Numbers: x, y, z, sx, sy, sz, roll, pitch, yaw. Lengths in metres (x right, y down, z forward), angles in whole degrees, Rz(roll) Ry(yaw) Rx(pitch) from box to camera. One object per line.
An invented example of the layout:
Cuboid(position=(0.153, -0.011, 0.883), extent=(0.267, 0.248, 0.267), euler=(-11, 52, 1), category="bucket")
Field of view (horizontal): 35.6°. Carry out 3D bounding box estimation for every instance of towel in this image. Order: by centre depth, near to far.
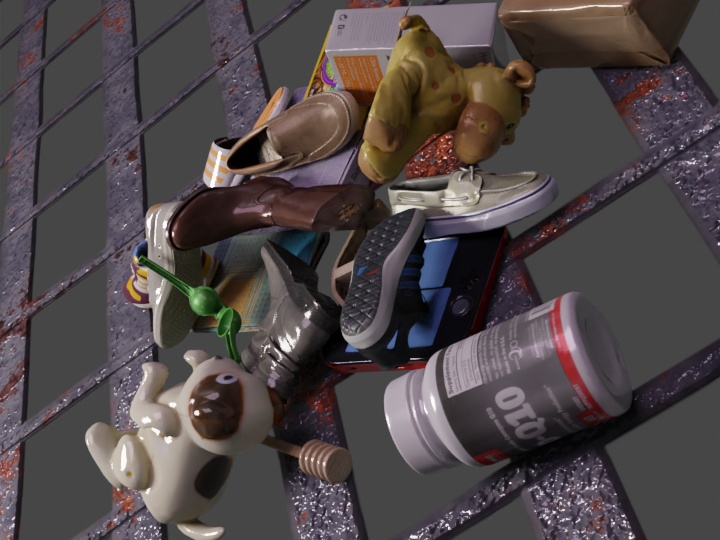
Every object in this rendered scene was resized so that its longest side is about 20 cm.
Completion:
Cuboid(position=(-0.133, 0.014, 1.413), extent=(0.199, 0.022, 0.147), euler=(-4, 55, 43), category="towel")

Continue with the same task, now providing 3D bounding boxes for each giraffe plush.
Cuboid(position=(0.100, -0.177, 1.222), extent=(0.173, 0.162, 0.201), euler=(61, -133, -88), category="giraffe plush")

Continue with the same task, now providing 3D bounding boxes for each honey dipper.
Cuboid(position=(-0.084, 0.190, 1.206), extent=(0.200, 0.038, 0.038), euler=(6, 62, 50), category="honey dipper")

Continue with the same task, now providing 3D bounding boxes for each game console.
Cuboid(position=(0.056, 0.029, 1.211), extent=(0.199, 0.031, 0.177), euler=(-7, 54, 40), category="game console")

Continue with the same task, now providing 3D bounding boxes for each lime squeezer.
Cuboid(position=(-0.184, 0.049, 1.316), extent=(0.200, 0.070, 0.038), euler=(43, 124, 30), category="lime squeezer")

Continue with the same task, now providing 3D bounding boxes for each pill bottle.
Cuboid(position=(0.129, 0.108, 1.004), extent=(0.200, 0.114, 0.114), euler=(-27, 42, 26), category="pill bottle")

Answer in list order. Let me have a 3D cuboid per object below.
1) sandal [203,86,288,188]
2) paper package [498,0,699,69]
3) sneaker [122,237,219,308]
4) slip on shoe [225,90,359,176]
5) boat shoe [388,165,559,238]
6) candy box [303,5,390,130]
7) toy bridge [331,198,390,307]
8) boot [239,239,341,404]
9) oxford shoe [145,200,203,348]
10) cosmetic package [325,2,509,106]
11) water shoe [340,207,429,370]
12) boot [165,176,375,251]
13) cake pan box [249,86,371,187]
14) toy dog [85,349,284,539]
Cuboid(position=(-0.171, -0.173, 1.539), extent=(0.207, 0.059, 0.079), euler=(-58, 15, 11), category="sandal")
Cuboid(position=(0.282, -0.329, 1.243), extent=(0.190, 0.103, 0.200), euler=(10, 64, 46), category="paper package")
Cuboid(position=(-0.275, -0.006, 1.497), extent=(0.200, 0.090, 0.075), euler=(-16, 46, 46), category="sneaker")
Cuboid(position=(-0.088, -0.165, 1.386), extent=(0.199, 0.076, 0.061), euler=(-15, 6, 39), category="slip on shoe")
Cuboid(position=(0.113, -0.078, 1.200), extent=(0.199, 0.062, 0.072), euler=(-12, 22, 33), category="boat shoe")
Cuboid(position=(-0.020, -0.253, 1.453), extent=(0.102, 0.026, 0.201), euler=(-8, 52, 34), category="candy box")
Cuboid(position=(0.000, 0.000, 1.254), extent=(0.067, 0.027, 0.200), euler=(-27, 37, 24), category="toy bridge")
Cuboid(position=(-0.101, 0.055, 1.282), extent=(0.131, 0.068, 0.200), euler=(-52, 34, 10), category="boot")
Cuboid(position=(-0.236, 0.002, 1.388), extent=(0.058, 0.201, 0.075), euler=(21, 30, 30), category="oxford shoe")
Cuboid(position=(0.069, -0.253, 1.329), extent=(0.199, 0.102, 0.071), euler=(1, 57, 18), category="cosmetic package")
Cuboid(position=(0.033, 0.019, 1.160), extent=(0.071, 0.079, 0.200), euler=(-18, 33, 36), category="water shoe")
Cuboid(position=(-0.102, -0.062, 1.297), extent=(0.186, 0.064, 0.200), euler=(-33, 31, -34), category="boot")
Cuboid(position=(-0.049, -0.156, 1.455), extent=(0.184, 0.052, 0.201), euler=(-2, 57, 45), category="cake pan box")
Cuboid(position=(-0.175, 0.174, 1.192), extent=(0.200, 0.139, 0.194), euler=(-45, 56, 33), category="toy dog")
